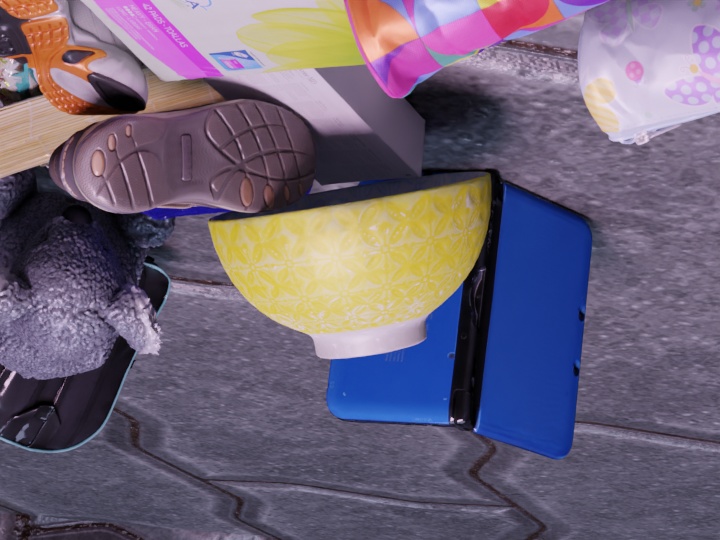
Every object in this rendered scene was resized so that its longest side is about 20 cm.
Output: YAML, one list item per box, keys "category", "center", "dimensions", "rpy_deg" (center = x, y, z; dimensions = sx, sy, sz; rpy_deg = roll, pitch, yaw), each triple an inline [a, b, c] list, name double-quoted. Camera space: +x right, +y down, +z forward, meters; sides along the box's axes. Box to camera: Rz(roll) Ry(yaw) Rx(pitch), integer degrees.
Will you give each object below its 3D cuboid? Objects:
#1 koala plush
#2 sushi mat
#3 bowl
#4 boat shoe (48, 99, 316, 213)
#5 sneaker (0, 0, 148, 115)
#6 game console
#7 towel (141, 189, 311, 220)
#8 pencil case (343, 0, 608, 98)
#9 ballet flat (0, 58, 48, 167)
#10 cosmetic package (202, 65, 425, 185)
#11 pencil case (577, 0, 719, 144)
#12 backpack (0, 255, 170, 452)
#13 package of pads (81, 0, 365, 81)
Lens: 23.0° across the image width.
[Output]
- category: "koala plush"
  center: [-0.232, 0.014, 1.389]
  dimensions: [0.175, 0.186, 0.200]
  rpy_deg: [12, -172, -18]
- category: "sushi mat"
  center: [-0.183, -0.109, 1.222]
  dimensions: [0.198, 0.012, 0.096]
  rpy_deg: [-18, 163, -9]
- category: "bowl"
  center: [0.000, 0.000, 1.225]
  dimensions: [0.197, 0.109, 0.200]
  rpy_deg: [-9, -175, 1]
- category: "boat shoe"
  center: [-0.114, -0.076, 1.145]
  dimensions: [0.199, 0.076, 0.073]
  rpy_deg: [-1, -173, -45]
- category: "sneaker"
  center: [-0.188, -0.169, 1.054]
  dimensions: [0.075, 0.093, 0.200]
  rpy_deg: [-5, 158, 17]
- category: "game console"
  center: [0.080, 0.036, 1.387]
  dimensions: [0.169, 0.202, 0.118]
  rpy_deg: [1, 161, 22]
- category: "towel"
  center: [-0.117, -0.063, 1.312]
  dimensions: [0.146, 0.050, 0.200]
  rpy_deg: [1, 180, 7]
- category: "pencil case"
  center: [0.087, -0.159, 0.896]
  dimensions: [0.198, 0.089, 0.088]
  rpy_deg: [-19, 155, 14]
- category: "ballet flat"
  center: [-0.229, -0.139, 1.236]
  dimensions: [0.064, 0.076, 0.200]
  rpy_deg: [37, 160, 11]
- category: "cosmetic package"
  center: [-0.030, -0.120, 1.204]
  dimensions: [0.082, 0.051, 0.200]
  rpy_deg: [-1, 160, 24]
- category: "pencil case"
  center: [0.221, -0.128, 1.009]
  dimensions: [0.198, 0.092, 0.083]
  rpy_deg: [-7, 157, 36]
- category: "backpack"
  center: [-0.294, 0.058, 1.617]
  dimensions: [0.175, 0.202, 0.152]
  rpy_deg: [22, 173, -42]
- category: "package of pads"
  center: [-0.059, -0.174, 1.018]
  dimensions: [0.198, 0.069, 0.155]
  rpy_deg: [-3, 159, 19]
